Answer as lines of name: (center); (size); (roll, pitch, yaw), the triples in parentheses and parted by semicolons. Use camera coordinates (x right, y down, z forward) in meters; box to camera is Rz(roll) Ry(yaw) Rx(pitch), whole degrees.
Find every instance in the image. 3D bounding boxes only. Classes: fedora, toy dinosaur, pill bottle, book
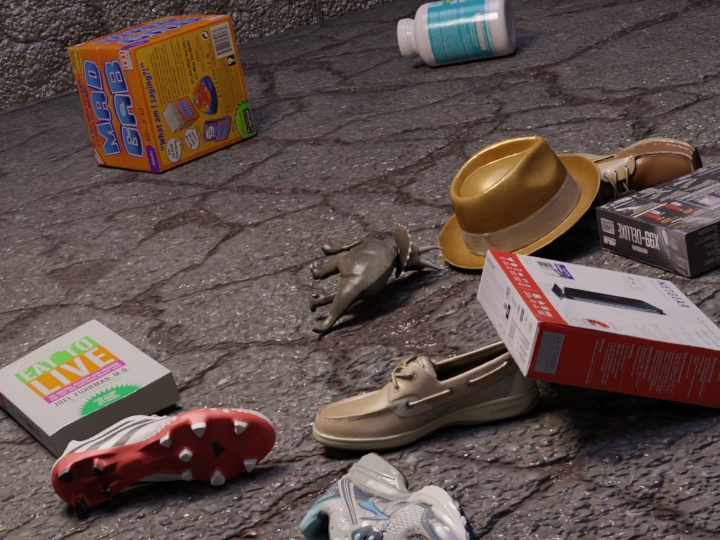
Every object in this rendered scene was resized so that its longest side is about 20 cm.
fedora: (0.163, -0.087, 1.720); (0.199, 0.082, 0.201); (-23, 29, 14)
toy dinosaur: (0.000, 0.000, 1.660); (0.101, 0.078, 0.200); (-16, 9, 33)
pill bottle: (0.168, -0.420, 2.742); (0.197, 0.112, 0.111); (-7, 19, 17)
book: (-0.279, 0.119, 1.553); (0.133, 0.049, 0.199); (-26, 24, -24)

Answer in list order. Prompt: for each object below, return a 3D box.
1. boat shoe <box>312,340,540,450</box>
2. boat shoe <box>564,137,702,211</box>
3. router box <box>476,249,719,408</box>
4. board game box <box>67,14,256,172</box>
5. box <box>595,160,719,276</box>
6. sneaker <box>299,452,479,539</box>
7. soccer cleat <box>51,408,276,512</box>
boat shoe: (0.052, 0.102, 1.334); (0.197, 0.066, 0.072); (-12, 18, 2)
boat shoe: (0.290, -0.098, 1.772); (0.198, 0.077, 0.074); (-9, 18, 39)
router box: (0.205, 0.047, 1.320); (0.177, 0.050, 0.200); (9, 16, -11)
board game box: (-0.322, -0.291, 2.536); (0.198, 0.203, 0.199); (-25, 22, -35)
box: (0.372, -0.061, 1.634); (0.198, 0.050, 0.157); (-20, 20, -22)
sneaker: (0.023, 0.196, 1.094); (0.086, 0.078, 0.199); (-32, 17, -19)
soccer cleat: (-0.169, 0.151, 1.341); (0.197, 0.069, 0.085); (-16, 22, 4)
